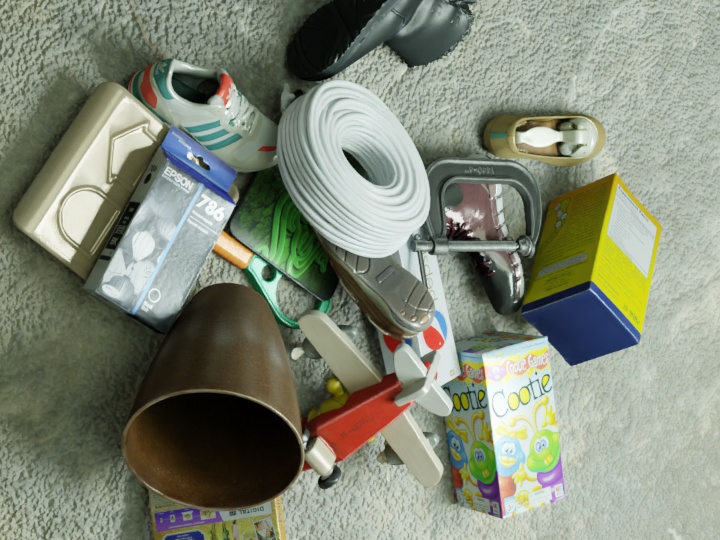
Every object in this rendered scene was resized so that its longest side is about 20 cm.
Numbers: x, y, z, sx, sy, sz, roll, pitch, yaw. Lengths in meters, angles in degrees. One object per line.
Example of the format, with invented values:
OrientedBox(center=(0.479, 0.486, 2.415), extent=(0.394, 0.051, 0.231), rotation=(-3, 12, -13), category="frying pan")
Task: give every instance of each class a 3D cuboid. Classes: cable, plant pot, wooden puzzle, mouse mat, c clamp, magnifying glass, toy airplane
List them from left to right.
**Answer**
OrientedBox(center=(-0.250, -0.070, 1.608), extent=(0.200, 0.046, 0.186), rotation=(40, 72, -29), category="wooden puzzle")
OrientedBox(center=(-0.147, 0.115, 1.596), extent=(0.186, 0.186, 0.201), rotation=(35, 34, -28), category="plant pot")
OrientedBox(center=(-0.112, -0.001, 1.716), extent=(0.199, 0.022, 0.080), rotation=(34, 74, -28), category="magnifying glass")
OrientedBox(center=(-0.054, -0.087, 1.745), extent=(0.160, 0.007, 0.201), rotation=(36, 68, -28), category="mouse mat")
OrientedBox(center=(-0.005, -0.115, 1.684), extent=(0.199, 0.069, 0.201), rotation=(33, 41, -26), category="cable")
OrientedBox(center=(0.010, 0.147, 1.729), extent=(0.197, 0.141, 0.202), rotation=(8, 109, -4), category="toy airplane")
OrientedBox(center=(0.138, -0.052, 1.790), extent=(0.198, 0.027, 0.173), rotation=(-7, 80, -30), category="c clamp")

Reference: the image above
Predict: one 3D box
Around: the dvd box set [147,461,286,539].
OrientedBox(center=(-0.147, 0.316, 1.623), extent=(0.145, 0.029, 0.202), rotation=(-12, 79, 11), category="dvd box set")

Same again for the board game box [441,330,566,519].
OrientedBox(center=(0.171, 0.186, 1.853), extent=(0.102, 0.105, 0.203), rotation=(-12, 98, -30), category="board game box")

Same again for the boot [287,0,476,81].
OrientedBox(center=(0.029, -0.274, 1.749), extent=(0.198, 0.074, 0.162), rotation=(-42, 151, 18), category="boot")

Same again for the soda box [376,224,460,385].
OrientedBox(center=(0.057, 0.040, 1.789), extent=(0.068, 0.063, 0.202), rotation=(-24, 105, -47), category="soda box")

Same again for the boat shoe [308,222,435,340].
OrientedBox(center=(0.000, 0.000, 1.722), extent=(0.075, 0.072, 0.201), rotation=(-31, 80, -34), category="boat shoe")

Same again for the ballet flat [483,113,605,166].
OrientedBox(center=(0.247, -0.164, 1.909), extent=(0.198, 0.063, 0.070), rotation=(-6, 96, -32), category="ballet flat")

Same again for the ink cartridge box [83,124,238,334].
OrientedBox(center=(-0.201, -0.043, 1.593), extent=(0.099, 0.039, 0.202), rotation=(33, 75, -30), category="ink cartridge box")

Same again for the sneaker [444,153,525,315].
OrientedBox(center=(0.124, -0.035, 1.835), extent=(0.115, 0.075, 0.202), rotation=(-14, 90, -31), category="sneaker")

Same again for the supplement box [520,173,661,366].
OrientedBox(center=(0.288, -0.001, 1.873), extent=(0.109, 0.109, 0.201), rotation=(44, 45, -26), category="supplement box")

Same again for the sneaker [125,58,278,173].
OrientedBox(center=(-0.150, -0.169, 1.633), extent=(0.199, 0.093, 0.071), rotation=(26, 63, -28), category="sneaker")
